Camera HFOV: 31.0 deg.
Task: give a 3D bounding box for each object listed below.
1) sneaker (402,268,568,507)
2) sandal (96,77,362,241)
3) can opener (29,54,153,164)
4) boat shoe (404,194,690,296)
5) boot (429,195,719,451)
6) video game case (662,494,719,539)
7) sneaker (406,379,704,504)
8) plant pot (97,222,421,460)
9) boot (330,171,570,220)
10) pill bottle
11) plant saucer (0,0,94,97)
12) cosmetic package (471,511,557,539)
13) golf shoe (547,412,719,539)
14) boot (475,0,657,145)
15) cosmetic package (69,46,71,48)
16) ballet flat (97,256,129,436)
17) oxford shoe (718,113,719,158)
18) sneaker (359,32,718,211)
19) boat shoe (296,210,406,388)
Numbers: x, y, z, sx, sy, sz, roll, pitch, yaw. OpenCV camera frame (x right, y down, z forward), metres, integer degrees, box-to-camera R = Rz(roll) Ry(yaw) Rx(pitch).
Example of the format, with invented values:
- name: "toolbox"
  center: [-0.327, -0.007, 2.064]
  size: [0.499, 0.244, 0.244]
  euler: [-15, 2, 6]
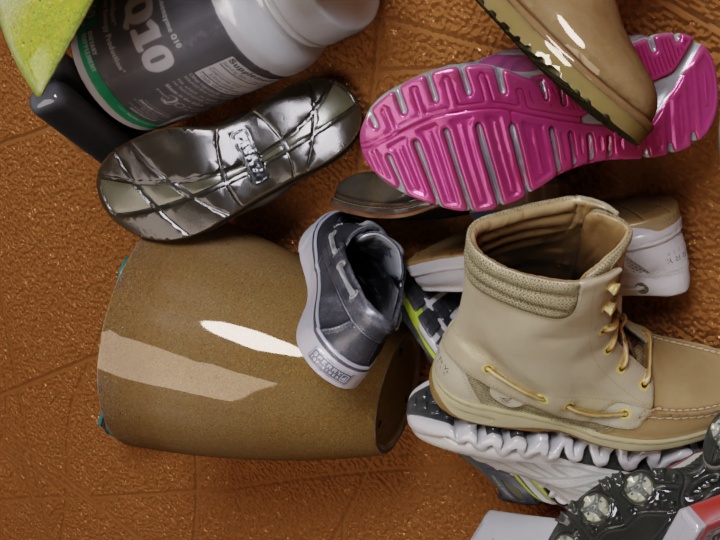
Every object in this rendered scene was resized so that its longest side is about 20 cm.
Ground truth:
- name: "sneaker"
  center: [0.079, 0.088, 0.919]
  size: [0.081, 0.074, 0.201]
  euler: [-33, 89, 49]
- name: "sandal"
  center: [-0.091, -0.080, 0.932]
  size: [0.199, 0.055, 0.082]
  euler: [-25, 88, 5]
- name: "can opener"
  center: [-0.169, -0.103, 0.964]
  size: [0.066, 0.200, 0.053]
  euler: [-21, 62, 21]
- name: "boat shoe"
  center: [0.117, 0.003, 0.837]
  size: [0.199, 0.071, 0.070]
  euler: [-7, 109, 40]
- name: "boot"
  center: [0.147, 0.031, 0.756]
  size: [0.198, 0.073, 0.156]
  euler: [7, 140, -1]
- name: "video game case"
  center: [0.233, 0.161, 0.745]
  size: [0.017, 0.198, 0.144]
  euler: [51, 140, 37]
- name: "sneaker"
  center: [0.126, 0.117, 0.843]
  size: [0.198, 0.075, 0.082]
  euler: [9, 127, 1]
- name: "plant pot"
  center: [-0.061, 0.064, 0.967]
  size: [0.198, 0.187, 0.188]
  euler: [13, 123, 19]
- name: "boot"
  center: [0.056, -0.083, 0.858]
  size: [0.199, 0.074, 0.098]
  euler: [1, 93, 44]
- name: "pill bottle"
  center: [-0.092, -0.175, 0.874]
  size: [0.199, 0.113, 0.114]
  euler: [-16, 103, 35]
- name: "plant saucer"
  center: [-0.175, -0.229, 0.824]
  size: [0.048, 0.200, 0.201]
  euler: [28, 104, -20]
- name: "cosmetic package"
  center: [0.132, 0.280, 0.923]
  size: [0.071, 0.102, 0.201]
  euler: [-2, 125, 41]
- name: "golf shoe"
  center: [0.201, 0.147, 0.779]
  size: [0.199, 0.088, 0.078]
  euler: [-36, 56, 12]
- name: "boot"
  center: [0.142, -0.190, 0.639]
  size: [0.200, 0.066, 0.175]
  euler: [-45, 78, 11]
- name: "cosmetic package"
  center: [-0.267, -0.269, 1.004]
  size: [0.199, 0.071, 0.102]
  euler: [36, 132, 19]
- name: "ballet flat"
  center: [-0.187, 0.071, 1.148]
  size: [0.074, 0.074, 0.201]
  euler: [33, 133, 21]
- name: "oxford shoe"
  center: [0.239, -0.012, 0.722]
  size: [0.070, 0.074, 0.202]
  euler: [-14, 104, 44]
- name: "sneaker"
  center: [0.096, -0.088, 0.740]
  size: [0.198, 0.088, 0.082]
  euler: [-9, 104, -4]
- name: "boat shoe"
  center: [0.000, 0.000, 0.871]
  size: [0.072, 0.200, 0.068]
  euler: [37, 111, -13]
